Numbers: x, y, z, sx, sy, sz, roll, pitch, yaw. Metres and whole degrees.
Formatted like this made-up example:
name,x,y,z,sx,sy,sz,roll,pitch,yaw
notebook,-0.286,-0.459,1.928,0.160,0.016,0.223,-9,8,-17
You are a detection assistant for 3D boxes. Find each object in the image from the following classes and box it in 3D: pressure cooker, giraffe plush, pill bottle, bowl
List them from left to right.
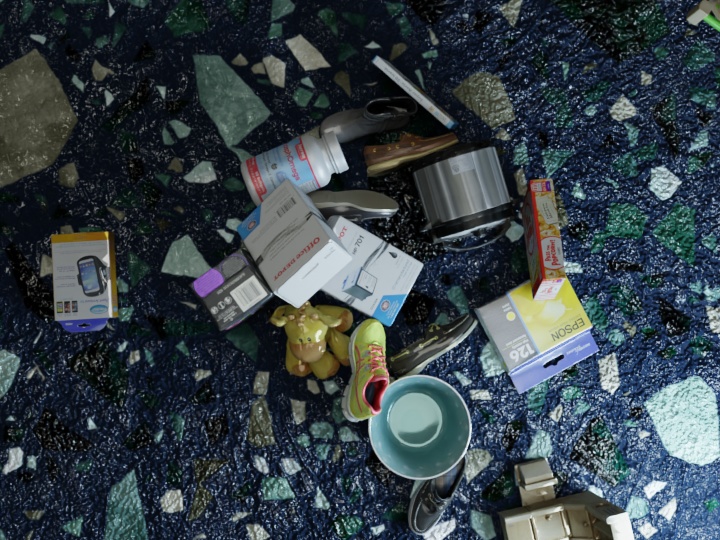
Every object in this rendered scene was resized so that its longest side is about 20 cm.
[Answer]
name,x,y,z,sx,sy,sz,roll,pitch,yaw
pill bottle,-0.130,-0.205,1.404,0.199,0.109,0.109,-23,88,3
giraffe plush,-0.096,0.120,1.369,0.172,0.162,0.201,-28,89,-2
bowl,0.114,0.304,1.393,0.200,0.105,0.202,0,87,-1
pressure cooker,0.203,-0.140,1.375,0.175,0.178,0.201,-17,91,40

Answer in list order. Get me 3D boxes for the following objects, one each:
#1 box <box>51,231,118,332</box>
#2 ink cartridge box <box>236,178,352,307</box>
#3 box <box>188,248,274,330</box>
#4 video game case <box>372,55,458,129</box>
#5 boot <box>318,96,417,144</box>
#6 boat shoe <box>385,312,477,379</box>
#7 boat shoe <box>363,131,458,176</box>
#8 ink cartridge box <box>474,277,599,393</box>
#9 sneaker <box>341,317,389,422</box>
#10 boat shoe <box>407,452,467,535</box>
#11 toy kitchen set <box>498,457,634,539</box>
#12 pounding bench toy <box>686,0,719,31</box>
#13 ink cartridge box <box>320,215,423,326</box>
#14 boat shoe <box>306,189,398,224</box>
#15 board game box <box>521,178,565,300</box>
name,x,y,z,sx,sy,sz,roll,pitch,yaw
box,-0.564,0.023,1.430,0.118,0.041,0.201,-3,90,-1
ink cartridge box,-0.128,-0.052,1.318,0.145,0.084,0.200,-42,50,8
box,-0.235,0.039,1.352,0.122,0.200,0.106,-35,89,-2
video game case,0.114,-0.356,1.406,0.200,0.143,0.018,41,106,1
boot,0.010,-0.311,1.406,0.199,0.132,0.070,-14,89,-1
boat shoe,0.144,0.145,1.417,0.201,0.072,0.061,-37,92,0
boat shoe,0.102,-0.253,1.435,0.199,0.072,0.068,-17,90,1
ink cartridge box,0.367,0.121,1.436,0.197,0.047,0.201,-28,85,-3
sneaker,0.025,0.189,1.331,0.078,0.090,0.201,15,74,-33
boat shoe,0.159,0.445,1.406,0.070,0.066,0.200,33,87,1
toy kitchen set,0.384,0.464,1.352,0.199,0.180,0.164,-12,87,-6
pounding bench toy,0.791,-0.513,1.431,0.199,0.124,0.156,-30,89,-2
ink cartridge box,0.000,0.000,1.395,0.199,0.086,0.147,29,87,-16
boat shoe,-0.023,-0.124,1.444,0.199,0.073,0.063,3,126,-5
board game box,0.356,-0.057,1.367,0.046,0.152,0.201,-4,72,5
